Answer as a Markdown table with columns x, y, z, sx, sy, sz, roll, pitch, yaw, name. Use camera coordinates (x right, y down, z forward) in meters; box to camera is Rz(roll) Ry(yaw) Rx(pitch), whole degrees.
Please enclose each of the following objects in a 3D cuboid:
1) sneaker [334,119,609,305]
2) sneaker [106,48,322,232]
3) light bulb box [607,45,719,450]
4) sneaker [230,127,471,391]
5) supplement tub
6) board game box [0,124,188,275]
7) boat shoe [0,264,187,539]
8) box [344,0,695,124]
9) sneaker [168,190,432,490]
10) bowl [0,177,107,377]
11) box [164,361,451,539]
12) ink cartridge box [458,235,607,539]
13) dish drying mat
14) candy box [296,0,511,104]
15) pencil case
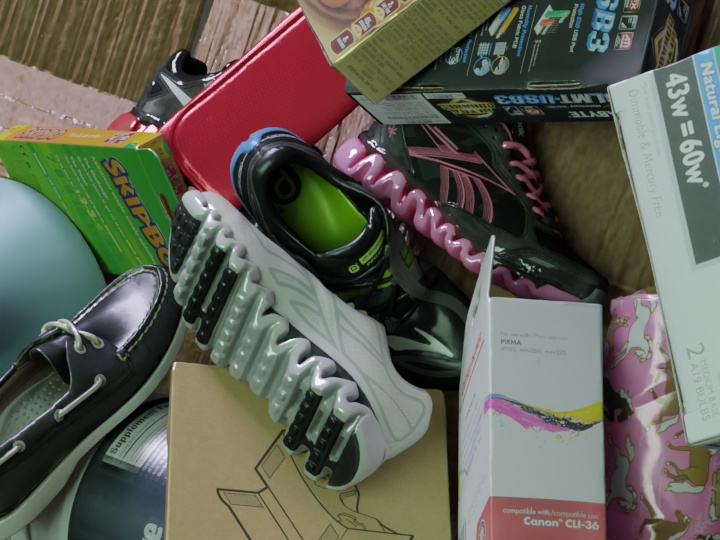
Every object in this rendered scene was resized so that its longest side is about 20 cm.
| x | y | z | sx | sy | sz | roll | pitch | yaw | name |
| --- | --- | --- | --- | --- | --- | --- | --- | --- | --- |
| 0.077 | -0.049 | 1.692 | 0.200 | 0.079 | 0.095 | 38 | 93 | 30 | sneaker |
| -0.061 | -0.075 | 1.780 | 0.200 | 0.071 | 0.098 | 27 | 89 | 26 | sneaker |
| 0.243 | -0.010 | 1.494 | 0.125 | 0.200 | 0.198 | -20 | 73 | 30 | light bulb box |
| 0.000 | -0.001 | 1.686 | 0.071 | 0.083 | 0.200 | -44 | 100 | 0 | sneaker |
| -0.098 | 0.154 | 1.731 | 0.200 | 0.140 | 0.141 | 18 | 93 | 34 | supplement tub |
| -0.155 | -0.042 | 1.795 | 0.200 | 0.030 | 0.096 | 9 | 128 | 56 | board game box |
| -0.177 | 0.066 | 1.704 | 0.200 | 0.060 | 0.074 | -49 | 40 | -16 | boat shoe |
| 0.103 | -0.182 | 1.670 | 0.198 | 0.050 | 0.200 | 1 | 67 | 33 | box |
| -0.037 | 0.033 | 1.647 | 0.200 | 0.081 | 0.075 | 53 | 140 | 18 | sneaker |
| -0.258 | 0.048 | 1.839 | 0.201 | 0.105 | 0.201 | 11 | 108 | 38 | bowl |
| -0.028 | 0.142 | 1.613 | 0.021 | 0.163 | 0.200 | 106 | 167 | -48 | box |
| 0.093 | 0.093 | 1.592 | 0.067 | 0.117 | 0.200 | 4 | 62 | -6 | ink cartridge box |
| -0.031 | -0.121 | 1.746 | 0.200 | 0.018 | 0.077 | -41 | 69 | -7 | dish drying mat |
| 0.053 | -0.201 | 1.647 | 0.200 | 0.055 | 0.115 | -37 | 51 | 12 | candy box |
| 0.173 | 0.110 | 1.596 | 0.086 | 0.083 | 0.200 | 2 | 84 | 50 | pencil case |
